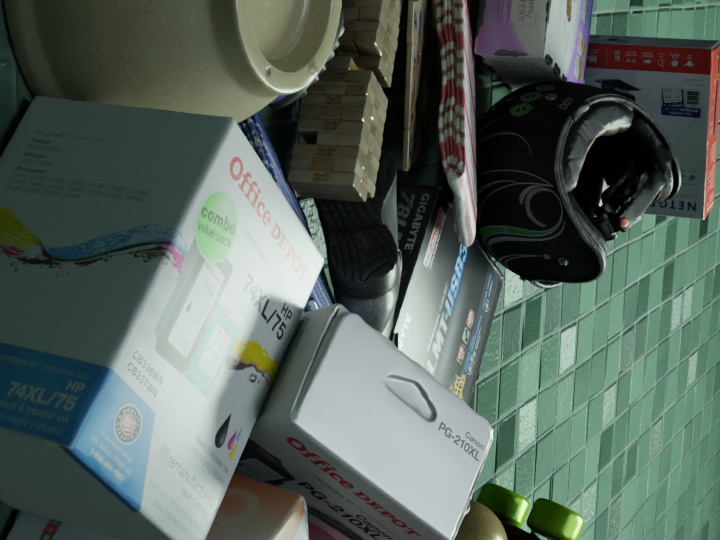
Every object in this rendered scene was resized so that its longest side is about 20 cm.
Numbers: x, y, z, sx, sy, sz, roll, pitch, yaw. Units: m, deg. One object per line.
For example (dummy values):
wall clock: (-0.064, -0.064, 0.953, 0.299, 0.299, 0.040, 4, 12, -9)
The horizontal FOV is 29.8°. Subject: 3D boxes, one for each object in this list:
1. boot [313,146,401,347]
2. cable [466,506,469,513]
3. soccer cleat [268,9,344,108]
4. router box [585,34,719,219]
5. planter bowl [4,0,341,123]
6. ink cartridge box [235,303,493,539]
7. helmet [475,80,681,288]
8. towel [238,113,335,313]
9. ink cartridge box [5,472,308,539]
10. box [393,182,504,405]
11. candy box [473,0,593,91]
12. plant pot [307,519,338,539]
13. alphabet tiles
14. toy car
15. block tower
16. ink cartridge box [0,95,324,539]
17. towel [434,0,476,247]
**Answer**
boot: (0.000, 0.000, 1.063, 0.201, 0.069, 0.133, -87, 173, -52)
cable: (0.019, 0.114, 1.089, 0.097, 0.201, 0.050, -10, 149, -50)
soccer cleat: (-0.044, -0.216, 0.980, 0.073, 0.068, 0.202, 28, 75, -36)
router box: (0.277, -0.156, 1.438, 0.049, 0.198, 0.181, -36, 128, -57)
planter bowl: (-0.094, -0.170, 0.808, 0.200, 0.134, 0.203, -24, 117, -58)
ink cartridge box: (-0.036, 0.109, 0.877, 0.145, 0.199, 0.085, 39, 58, -25)
helmet: (0.189, -0.082, 1.309, 0.198, 0.190, 0.202, 1, 87, -30)
towel: (-0.044, -0.007, 0.947, 0.145, 0.024, 0.201, 65, 4, -49)
ink cartridge box: (-0.146, 0.185, 0.780, 0.200, 0.161, 0.051, -47, 142, -46)
box: (0.062, 0.052, 1.255, 0.199, 0.049, 0.202, 50, 53, -56)
candy box: (0.175, -0.268, 1.321, 0.200, 0.071, 0.170, 17, 79, -70)
plant pot: (-0.083, 0.252, 0.865, 0.180, 0.198, 0.201, -58, 144, -29)
alphabet tiles: (0.051, -0.195, 1.147, 0.167, 0.007, 0.202, -53, 146, -75)
toy car: (0.092, 0.270, 1.319, 0.199, 0.157, 0.165, 35, 74, -32)
block tower: (-0.008, -0.151, 1.028, 0.054, 0.057, 0.202, 50, 48, -66)
ink cartridge box: (-0.139, 0.028, 0.764, 0.201, 0.145, 0.147, -67, 149, -25)
towel: (0.083, -0.137, 1.183, 0.147, 0.030, 0.202, 67, 22, -66)
